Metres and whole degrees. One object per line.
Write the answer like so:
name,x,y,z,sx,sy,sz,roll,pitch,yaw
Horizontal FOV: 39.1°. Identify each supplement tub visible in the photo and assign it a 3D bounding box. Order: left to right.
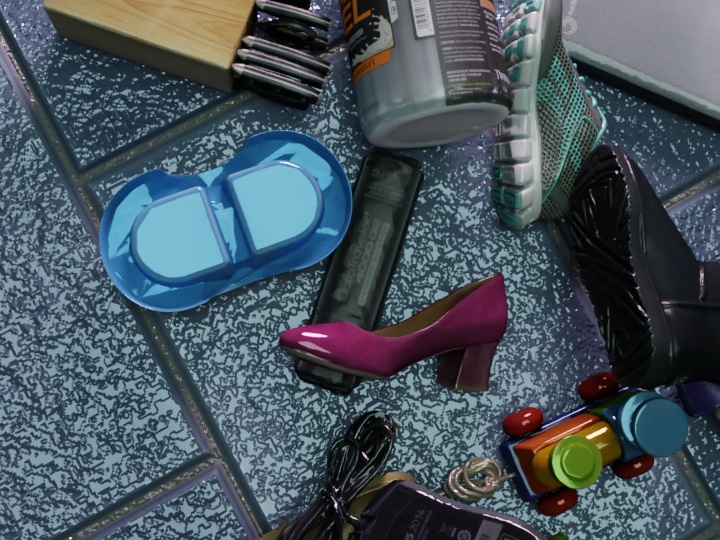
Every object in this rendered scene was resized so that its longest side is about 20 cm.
supplement tub,0.045,-0.208,0.806,0.122,0.123,0.201,-9,82,-7

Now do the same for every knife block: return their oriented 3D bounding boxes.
knife block,-0.127,-0.180,0.814,0.199,0.064,0.176,-27,84,-8

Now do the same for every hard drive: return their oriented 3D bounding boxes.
hard drive,0.268,-0.214,0.873,0.199,0.033,0.140,22,81,-2

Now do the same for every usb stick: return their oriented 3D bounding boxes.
usb stick,0.000,0.000,0.818,0.055,0.033,0.201,17,81,4

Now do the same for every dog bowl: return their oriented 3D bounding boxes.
dog bowl,-0.105,-0.036,0.804,0.199,0.050,0.112,-20,84,-8

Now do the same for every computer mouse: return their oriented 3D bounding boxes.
computer mouse,0.051,0.193,0.698,0.199,0.053,0.139,22,65,29

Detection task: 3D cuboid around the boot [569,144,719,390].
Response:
boot,0.259,0.003,0.782,0.167,0.076,0.201,5,61,-23

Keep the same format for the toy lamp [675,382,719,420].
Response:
toy lamp,0.318,0.147,0.815,0.058,0.058,0.201,-32,86,-9

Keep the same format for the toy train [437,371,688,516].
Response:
toy train,0.144,0.147,0.767,0.199,0.116,0.085,-23,84,-8

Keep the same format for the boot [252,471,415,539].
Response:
boot,0.000,0.269,0.724,0.174,0.066,0.201,-30,57,3

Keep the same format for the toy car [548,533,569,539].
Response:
toy car,0.130,0.292,0.703,0.164,0.200,0.158,-32,86,-9

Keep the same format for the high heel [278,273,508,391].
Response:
high heel,0.029,0.035,0.773,0.199,0.067,0.097,11,88,-38

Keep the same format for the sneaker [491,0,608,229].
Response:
sneaker,0.159,-0.135,0.831,0.091,0.078,0.202,0,97,-13
